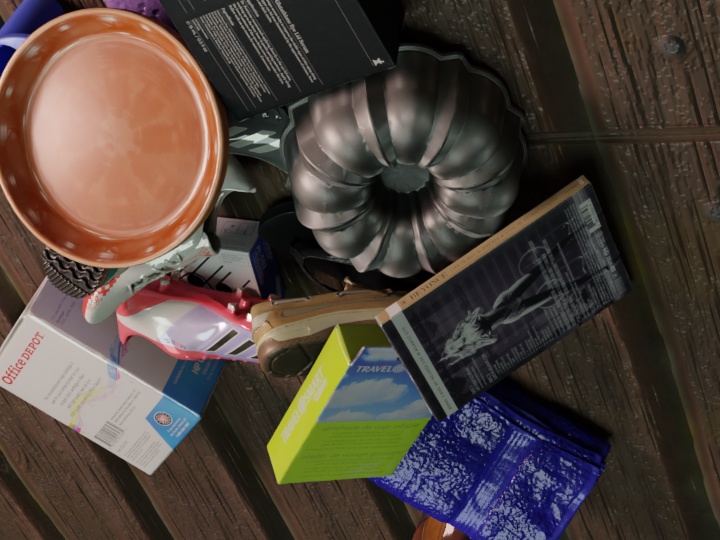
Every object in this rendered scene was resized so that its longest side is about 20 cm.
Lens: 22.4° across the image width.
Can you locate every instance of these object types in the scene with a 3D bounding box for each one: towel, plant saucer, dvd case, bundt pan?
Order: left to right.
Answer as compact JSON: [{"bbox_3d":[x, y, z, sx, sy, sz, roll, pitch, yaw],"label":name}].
[{"bbox_3d":[-0.194,-0.104,1.421,0.198,0.032,0.202,3,101,17],"label":"plant saucer"},{"bbox_3d":[0.034,-0.074,1.424,0.200,0.076,0.203,0,130,1],"label":"bundt pan"},{"bbox_3d":[0.114,0.175,1.677,0.199,0.050,0.148,30,98,-5],"label":"towel"},{"bbox_3d":[0.119,0.026,1.470,0.199,0.016,0.149,-34,139,-3],"label":"dvd case"}]

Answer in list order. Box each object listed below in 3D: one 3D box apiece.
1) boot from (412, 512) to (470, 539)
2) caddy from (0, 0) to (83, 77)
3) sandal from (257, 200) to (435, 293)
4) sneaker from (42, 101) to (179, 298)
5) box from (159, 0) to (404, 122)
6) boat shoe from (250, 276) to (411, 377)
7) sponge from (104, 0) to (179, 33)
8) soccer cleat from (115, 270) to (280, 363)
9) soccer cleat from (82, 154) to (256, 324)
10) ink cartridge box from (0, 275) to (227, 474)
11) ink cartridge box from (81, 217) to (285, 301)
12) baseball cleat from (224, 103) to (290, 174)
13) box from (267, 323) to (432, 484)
[{"bbox_3d":[0.083,0.284,1.754,0.068,0.201,0.188,34,140,-14],"label":"boot"},{"bbox_3d":[-0.250,-0.132,1.529,0.140,0.105,0.201,14,140,11],"label":"caddy"},{"bbox_3d":[0.001,0.000,1.601,0.199,0.043,0.076,28,141,-4],"label":"sandal"},{"bbox_3d":[-0.188,-0.073,1.491,0.070,0.093,0.201,31,107,10],"label":"sneaker"},{"bbox_3d":[-0.073,-0.224,1.338,0.140,0.079,0.201,-15,128,24],"label":"box"},{"bbox_3d":[0.003,0.036,1.565,0.198,0.077,0.072,-5,142,-19],"label":"boat shoe"},{"bbox_3d":[-0.171,-0.254,1.413,0.111,0.030,0.201,-7,132,32],"label":"sponge"},{"bbox_3d":[-0.128,0.054,1.628,0.198,0.067,0.077,17,113,16],"label":"soccer cleat"},{"bbox_3d":[-0.169,-0.023,1.575,0.085,0.069,0.201,38,101,9],"label":"soccer cleat"},{"bbox_3d":[-0.254,0.096,1.809,0.199,0.085,0.145,31,140,-10],"label":"ink cartridge box"},{"bbox_3d":[-0.174,-0.007,1.683,0.198,0.044,0.094,7,137,21],"label":"ink cartridge box"},{"bbox_3d":[-0.068,-0.129,1.487,0.199,0.070,0.107,24,128,-7],"label":"baseball cleat"},{"bbox_3d":[0.009,0.108,1.555,0.121,0.048,0.201,-1,142,-29],"label":"box"}]
